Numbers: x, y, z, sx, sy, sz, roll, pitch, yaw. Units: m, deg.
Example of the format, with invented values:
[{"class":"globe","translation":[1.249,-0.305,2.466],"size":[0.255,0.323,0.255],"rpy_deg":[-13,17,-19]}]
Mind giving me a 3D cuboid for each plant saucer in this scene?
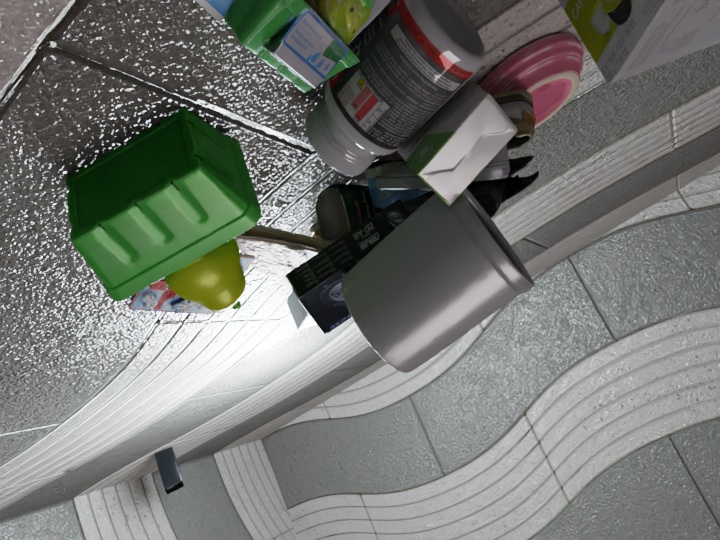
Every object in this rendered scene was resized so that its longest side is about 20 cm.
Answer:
[{"class":"plant saucer","translation":[0.259,-0.270,0.905],"size":[0.196,0.052,0.201],"rpy_deg":[-24,163,-8]}]

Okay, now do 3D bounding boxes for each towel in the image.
[{"class":"towel","translation":[-0.108,-0.016,0.961],"size":[0.185,0.033,0.201],"rpy_deg":[13,163,8]}]

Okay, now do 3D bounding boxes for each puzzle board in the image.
[{"class":"puzzle board","translation":[-0.276,0.023,0.953],"size":[0.147,0.018,0.200],"rpy_deg":[8,146,-34]}]

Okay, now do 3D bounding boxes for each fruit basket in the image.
[{"class":"fruit basket","translation":[-0.203,-0.048,0.676],"size":[0.210,0.158,0.218],"rpy_deg":[-17,147,-11]},{"class":"fruit basket","translation":[-0.017,-0.250,0.483],"size":[0.198,0.095,0.184],"rpy_deg":[-35,161,16]}]

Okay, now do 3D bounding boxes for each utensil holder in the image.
[{"class":"utensil holder","translation":[0.095,0.010,0.760],"size":[0.199,0.172,0.169],"rpy_deg":[-39,160,16]}]

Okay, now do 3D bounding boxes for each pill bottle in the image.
[{"class":"pill bottle","translation":[0.030,-0.203,0.646],"size":[0.114,0.118,0.199],"rpy_deg":[-6,154,-48]}]

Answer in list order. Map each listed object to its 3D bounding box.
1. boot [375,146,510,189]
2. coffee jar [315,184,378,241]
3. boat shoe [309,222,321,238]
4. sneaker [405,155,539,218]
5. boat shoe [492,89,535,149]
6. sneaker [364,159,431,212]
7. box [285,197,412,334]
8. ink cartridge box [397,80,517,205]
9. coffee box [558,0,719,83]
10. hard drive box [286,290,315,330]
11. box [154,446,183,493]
[{"class":"boot","translation":[0.108,-0.167,0.815],"size":[0.195,0.099,0.073],"rpy_deg":[-3,-172,26]},{"class":"coffee jar","translation":[0.026,-0.093,0.976],"size":[0.197,0.107,0.084],"rpy_deg":[-12,175,-41]},{"class":"boat shoe","translation":[-0.037,-0.045,1.091],"size":[0.073,0.068,0.200],"rpy_deg":[-28,163,8]},{"class":"sneaker","translation":[0.158,-0.115,0.870],"size":[0.196,0.061,0.105],"rpy_deg":[-8,-146,39]},{"class":"boat shoe","translation":[0.154,-0.196,0.850],"size":[0.195,0.070,0.074],"rpy_deg":[-14,152,27]},{"class":"sneaker","translation":[0.090,-0.134,0.948],"size":[0.195,0.093,0.078],"rpy_deg":[-10,-167,-30]},{"class":"box","translation":[0.000,0.000,0.874],"size":[0.197,0.044,0.161],"rpy_deg":[-33,154,-5]},{"class":"ink cartridge box","translation":[0.092,-0.184,0.723],"size":[0.067,0.201,0.117],"rpy_deg":[33,107,-33]},{"class":"coffee box","translation":[0.291,-0.332,0.515],"size":[0.195,0.202,0.200],"rpy_deg":[-21,164,-8]},{"class":"hard drive box","translation":[-0.049,0.045,1.315],"size":[0.196,0.078,0.156],"rpy_deg":[-17,160,-31]},{"class":"box","translation":[-0.763,0.800,2.342],"size":[0.077,0.144,0.201],"rpy_deg":[-20,162,-23]}]
